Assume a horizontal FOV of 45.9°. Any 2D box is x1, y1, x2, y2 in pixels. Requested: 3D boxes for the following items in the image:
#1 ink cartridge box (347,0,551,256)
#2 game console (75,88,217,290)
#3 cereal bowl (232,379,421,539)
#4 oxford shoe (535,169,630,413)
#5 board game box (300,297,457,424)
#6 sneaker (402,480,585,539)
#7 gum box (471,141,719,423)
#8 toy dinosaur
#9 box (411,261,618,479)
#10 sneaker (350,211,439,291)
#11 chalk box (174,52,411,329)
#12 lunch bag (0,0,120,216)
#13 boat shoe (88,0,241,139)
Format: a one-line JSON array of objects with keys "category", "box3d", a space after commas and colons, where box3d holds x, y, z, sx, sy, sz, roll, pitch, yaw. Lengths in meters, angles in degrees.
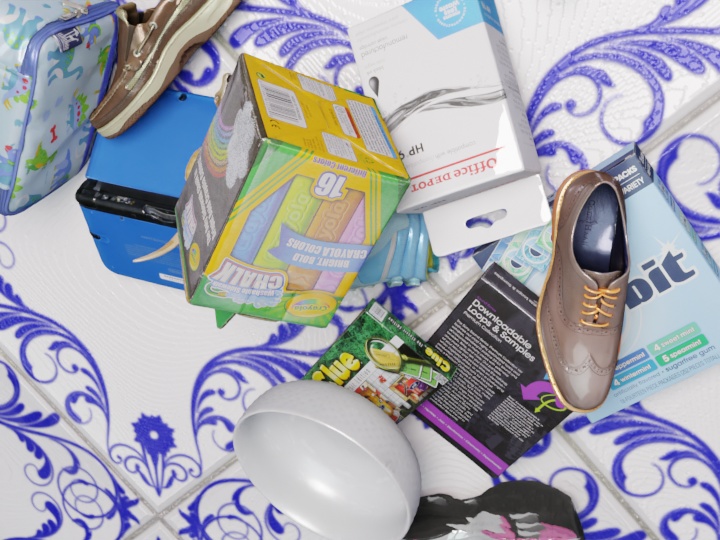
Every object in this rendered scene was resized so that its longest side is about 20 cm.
[{"category": "ink cartridge box", "box3d": [0.075, -0.121, 0.705, 0.115, 0.067, 0.202, -17, 86, 23]}, {"category": "game console", "box3d": [-0.168, -0.073, 0.858, 0.198, 0.119, 0.172, 13, 141, 13]}, {"category": "cereal bowl", "box3d": [-0.024, 0.183, 0.856, 0.198, 0.083, 0.202, 19, 135, 20]}, {"category": "oxford shoe", "box3d": [0.181, 0.021, 0.686, 0.070, 0.073, 0.203, -2, 97, 4]}, {"category": "board game box", "box3d": [0.004, 0.114, 0.856, 0.105, 0.023, 0.200, 40, 137, 1]}, {"category": "sneaker", "box3d": [0.142, 0.281, 0.899, 0.198, 0.081, 0.087, -9, 122, 30]}, {"category": "gum box", "box3d": [0.226, 0.017, 0.764, 0.169, 0.045, 0.201, -33, 100, 28]}, {"category": "toy dinosaur", "box3d": [-0.124, -0.082, 0.777, 0.100, 0.202, 0.058, 8, 159, 27]}, {"category": "box", "box3d": [0.127, 0.101, 0.807, 0.143, 0.036, 0.201, 38, 135, 4]}, {"category": "sneaker", "box3d": [0.000, 0.000, 0.814, 0.129, 0.080, 0.200, 10, 151, -22]}, {"category": "chalk box", "box3d": [-0.068, -0.041, 0.675, 0.123, 0.125, 0.201, 12, 127, -27]}, {"category": "lunch bag", "box3d": [-0.297, -0.164, 0.792, 0.082, 0.161, 0.201, 27, 120, 1]}, {"category": "boat shoe", "box3d": [-0.192, -0.213, 0.776, 0.075, 0.075, 0.202, 39, 106, -24]}]
